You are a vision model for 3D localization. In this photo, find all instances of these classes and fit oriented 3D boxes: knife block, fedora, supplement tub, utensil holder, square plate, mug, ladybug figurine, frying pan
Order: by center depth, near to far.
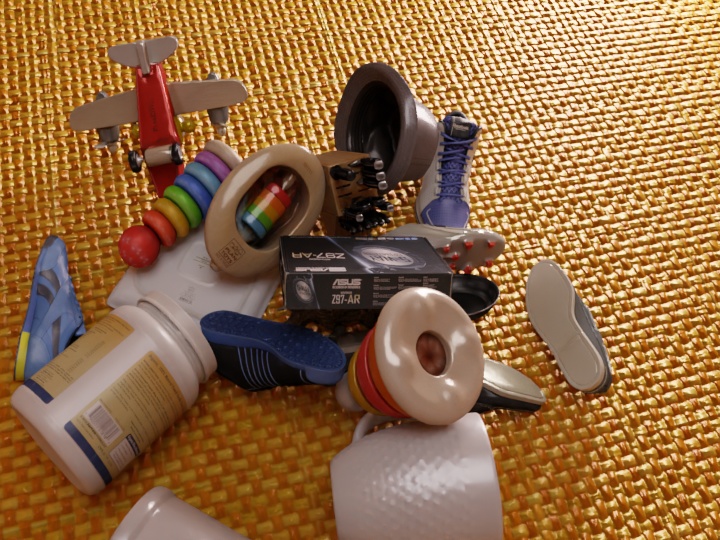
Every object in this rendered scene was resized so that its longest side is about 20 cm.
[{"bbox_3d":[-0.154,0.335,0.805,0.196,0.171,0.172,24,58,7],"label":"utensil holder"},{"bbox_3d":[0.053,0.228,0.921,0.170,0.151,0.202,-7,36,-3],"label":"mug"},{"bbox_3d":[-0.274,0.133,0.932,0.144,0.146,0.200,38,61,18],"label":"supplement tub"},{"bbox_3d":[0.097,0.049,1.069,0.187,0.032,0.114,-21,30,-25],"label":"frying pan"},{"bbox_3d":[-0.131,-0.079,1.072,0.200,0.071,0.137,-47,116,-16],"label":"ladybug figurine"},{"bbox_3d":[-0.207,-0.003,1.096,0.196,0.029,0.201,21,57,7],"label":"square plate"},{"bbox_3d":[-0.021,-0.130,1.110,0.063,0.177,0.203,-16,60,-17],"label":"knife block"},{"bbox_3d":[0.047,-0.198,1.183,0.088,0.181,0.200,4,27,-32],"label":"fedora"}]

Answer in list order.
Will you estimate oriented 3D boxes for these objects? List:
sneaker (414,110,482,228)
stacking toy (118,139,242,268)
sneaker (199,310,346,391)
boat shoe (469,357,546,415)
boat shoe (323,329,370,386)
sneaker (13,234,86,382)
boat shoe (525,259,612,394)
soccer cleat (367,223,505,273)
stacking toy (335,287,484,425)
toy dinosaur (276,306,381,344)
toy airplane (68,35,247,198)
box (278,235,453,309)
[{"bbox_3d":[0.127,-0.154,1.179,0.078,0.116,0.204,8,57,0],"label":"sneaker"},{"bbox_3d":[-0.236,-0.079,1.083,0.085,0.086,0.200,35,66,16],"label":"stacking toy"},{"bbox_3d":[-0.106,0.110,0.984,0.196,0.080,0.070,16,32,23],"label":"sneaker"},{"bbox_3d":[0.136,0.149,1.026,0.195,0.069,0.072,12,26,-14],"label":"boat shoe"},{"bbox_3d":[0.036,0.105,1.048,0.195,0.059,0.067,-7,22,-15],"label":"boat shoe"},{"bbox_3d":[-0.377,0.051,1.026,0.076,0.066,0.204,7,57,-16],"label":"sneaker"},{"bbox_3d":[0.279,0.076,1.097,0.061,0.072,0.203,26,36,-42],"label":"boat shoe"},{"bbox_3d":[0.100,-0.037,1.127,0.194,0.070,0.079,-8,46,-4],"label":"soccer cleat"},{"bbox_3d":[0.033,0.116,0.936,0.143,0.199,0.150,13,64,-29],"label":"stacking toy"},{"bbox_3d":[-0.007,0.044,1.019,0.194,0.079,0.103,-8,29,-6],"label":"toy dinosaur"},{"bbox_3d":[-0.285,-0.228,1.163,0.198,0.141,0.201,35,88,4],"label":"toy airplane"},{"bbox_3d":[0.000,0.000,0.994,0.194,0.045,0.161,0,17,-7],"label":"box"}]
